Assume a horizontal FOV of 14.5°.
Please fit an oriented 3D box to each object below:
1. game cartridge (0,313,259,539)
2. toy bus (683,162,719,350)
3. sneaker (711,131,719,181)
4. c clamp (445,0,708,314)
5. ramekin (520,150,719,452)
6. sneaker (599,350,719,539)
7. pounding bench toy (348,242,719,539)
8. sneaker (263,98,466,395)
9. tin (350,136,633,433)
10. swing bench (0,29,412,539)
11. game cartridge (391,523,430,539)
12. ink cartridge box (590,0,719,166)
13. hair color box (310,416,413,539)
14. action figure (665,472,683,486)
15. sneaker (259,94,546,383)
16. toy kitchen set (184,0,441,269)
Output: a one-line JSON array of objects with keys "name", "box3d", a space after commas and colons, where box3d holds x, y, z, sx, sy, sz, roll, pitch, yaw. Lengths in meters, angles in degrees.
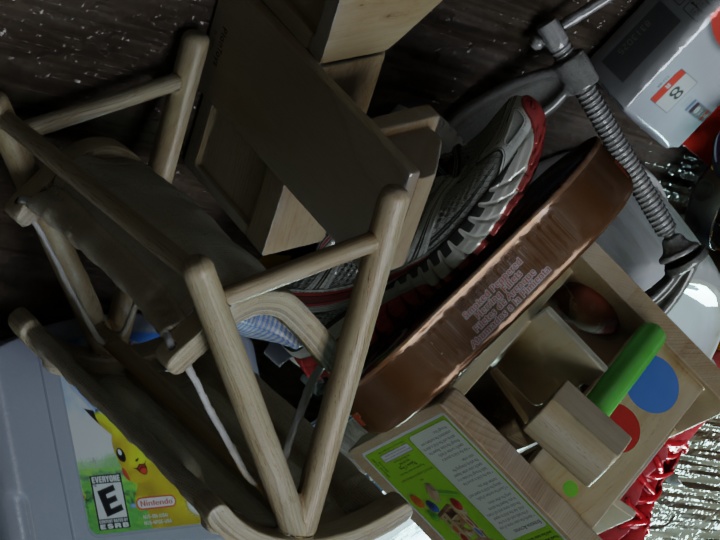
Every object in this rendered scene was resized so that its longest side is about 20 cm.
[{"name": "game cartridge", "box3d": [-0.128, 0.090, 1.525, 0.200, 0.133, 0.040, -3, 163, -44]}, {"name": "toy bus", "box3d": [0.309, -0.032, 1.837, 0.192, 0.136, 0.200, -47, 153, -31]}, {"name": "sneaker", "box3d": [0.279, -0.111, 1.718, 0.200, 0.074, 0.088, -40, 155, -48]}, {"name": "c clamp", "box3d": [0.132, -0.050, 1.620, 0.171, 0.027, 0.200, -25, 103, 2]}, {"name": "ramekin", "box3d": [0.131, 0.034, 1.745, 0.200, 0.105, 0.200, -27, 145, -21]}, {"name": "sneaker", "box3d": [0.185, 0.146, 1.835, 0.200, 0.116, 0.078, -38, 150, 20]}, {"name": "pounding bench toy", "box3d": [0.120, 0.069, 1.522, 0.156, 0.124, 0.200, -47, -175, -27]}, {"name": "sneaker", "box3d": [0.000, 0.000, 1.592, 0.130, 0.079, 0.199, -35, 158, -25]}, {"name": "tin", "box3d": [0.066, 0.009, 1.511, 0.200, 0.042, 0.112, -44, -179, -2]}, {"name": "swing bench", "box3d": [-0.080, 0.021, 1.390, 0.130, 0.199, 0.200, -20, 128, -29]}, {"name": "game cartridge", "box3d": [0.063, 0.146, 1.874, 0.200, 0.038, 0.130, -31, 150, -15]}, {"name": "ink cartridge box", "box3d": [0.241, -0.134, 1.713, 0.162, 0.050, 0.200, -47, 144, 9]}, {"name": "hair color box", "box3d": [0.006, 0.120, 1.696, 0.100, 0.061, 0.200, -35, 169, -13]}, {"name": "action figure", "box3d": [0.131, 0.189, 1.963, 0.200, 0.055, 0.118, -36, 176, 3]}, {"name": "sneaker", "box3d": [0.019, -0.026, 1.504, 0.200, 0.082, 0.078, -41, -173, 20]}, {"name": "toy kitchen set", "box3d": [0.041, -0.097, 1.445, 0.180, 0.163, 0.200, -14, 139, -36]}]
